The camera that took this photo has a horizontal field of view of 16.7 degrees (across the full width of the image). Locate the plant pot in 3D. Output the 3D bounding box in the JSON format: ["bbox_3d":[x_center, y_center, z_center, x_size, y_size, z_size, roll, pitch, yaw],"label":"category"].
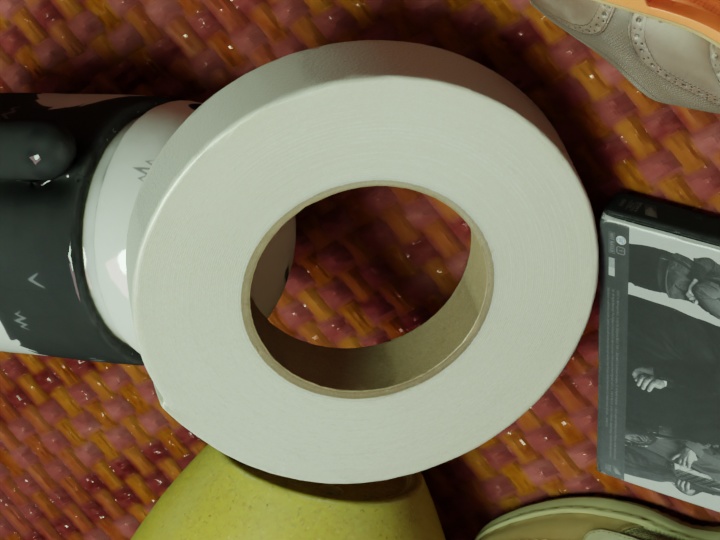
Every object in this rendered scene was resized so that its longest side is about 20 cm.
[{"bbox_3d":[-0.033,0.156,1.182,0.200,0.200,0.142,19,108,21],"label":"plant pot"}]

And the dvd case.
[{"bbox_3d":[0.195,0.055,1.039,0.200,0.025,0.151,16,132,23],"label":"dvd case"}]

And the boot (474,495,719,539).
[{"bbox_3d":[0.111,0.181,1.105,0.200,0.155,0.073,7,128,31],"label":"boot"}]

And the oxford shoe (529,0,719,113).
[{"bbox_3d":[0.149,-0.089,0.931,0.200,0.071,0.073,31,157,16],"label":"oxford shoe"}]

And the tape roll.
[{"bbox_3d":[0.000,0.000,1.036,0.202,0.037,0.203,-5,122,-8],"label":"tape roll"}]

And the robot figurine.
[{"bbox_3d":[-0.125,-0.022,1.127,0.200,0.150,0.125,4,108,33],"label":"robot figurine"}]
